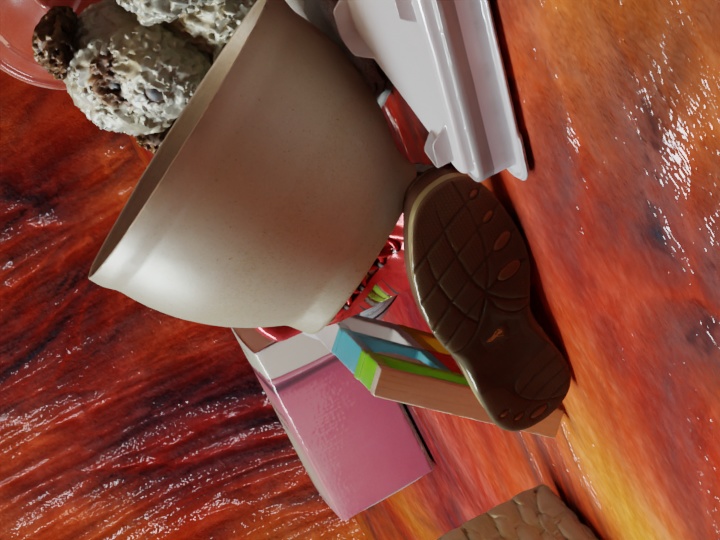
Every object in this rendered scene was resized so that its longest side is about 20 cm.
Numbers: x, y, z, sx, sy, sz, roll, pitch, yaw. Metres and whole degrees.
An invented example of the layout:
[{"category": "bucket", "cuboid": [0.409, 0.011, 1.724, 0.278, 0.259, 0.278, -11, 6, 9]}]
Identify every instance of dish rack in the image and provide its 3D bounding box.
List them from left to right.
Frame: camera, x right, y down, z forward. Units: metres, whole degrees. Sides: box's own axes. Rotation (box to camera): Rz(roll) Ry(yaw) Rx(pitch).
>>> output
[{"category": "dish rack", "cuboid": [0.020, -0.143, 1.220, 0.172, 0.043, 0.200, 57, 171, 36]}]

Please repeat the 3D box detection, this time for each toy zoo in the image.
[{"category": "toy zoo", "cuboid": [0.044, 0.063, 1.584, 0.200, 0.131, 0.020, -139, 65, -71]}]

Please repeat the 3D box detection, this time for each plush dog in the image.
[{"category": "plush dog", "cuboid": [-0.131, -0.164, 1.591, 0.200, 0.172, 0.161, 38, -157, -37]}]

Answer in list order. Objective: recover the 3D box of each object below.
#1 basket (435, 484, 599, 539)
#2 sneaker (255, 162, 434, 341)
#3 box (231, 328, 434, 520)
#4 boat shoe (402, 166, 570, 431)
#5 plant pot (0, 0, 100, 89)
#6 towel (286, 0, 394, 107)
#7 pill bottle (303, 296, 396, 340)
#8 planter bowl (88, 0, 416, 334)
[{"category": "basket", "cuboid": [0.131, 0.262, 1.645, 0.200, 0.135, 0.124, 49, 164, 57]}, {"category": "sneaker", "cuboid": [0.000, 0.000, 1.485, 0.077, 0.085, 0.200, 51, 138, -6]}, {"category": "box", "cuboid": [-0.029, 0.125, 2.311, 0.200, 0.109, 0.128, 63, 173, -17]}, {"category": "boat shoe", "cuboid": [0.064, 0.012, 1.391, 0.068, 0.072, 0.200, 50, 170, 47]}, {"category": "plant pot", "cuboid": [-0.247, -0.270, 2.051, 0.201, 0.201, 0.195, 61, 164, -5]}, {"category": "towel", "cuboid": [-0.036, -0.190, 1.455, 0.200, 0.034, 0.133, 60, 171, 2]}, {"category": "pill bottle", "cuboid": [-0.022, -0.020, 1.681, 0.116, 0.116, 0.200, 59, 172, 15]}, {"category": "planter bowl", "cuboid": [-0.052, -0.046, 1.380, 0.135, 0.200, 0.200, 32, 177, -10]}]
